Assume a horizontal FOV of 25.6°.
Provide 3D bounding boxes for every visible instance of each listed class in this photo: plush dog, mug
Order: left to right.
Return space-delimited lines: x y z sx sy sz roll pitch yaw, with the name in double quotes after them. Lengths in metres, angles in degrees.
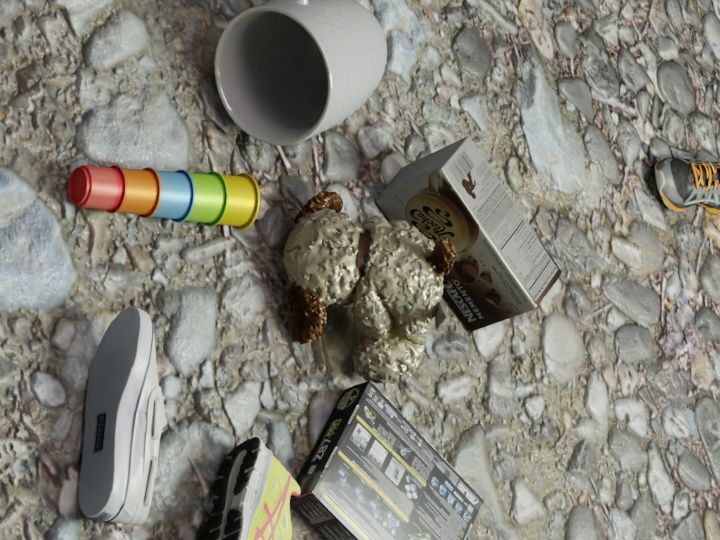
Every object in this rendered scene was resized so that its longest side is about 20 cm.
-0.049 -0.252 1.704 0.175 0.147 0.202 -33 132 -55 "mug"
0.000 0.000 1.692 0.170 0.161 0.201 12 61 -11 "plush dog"

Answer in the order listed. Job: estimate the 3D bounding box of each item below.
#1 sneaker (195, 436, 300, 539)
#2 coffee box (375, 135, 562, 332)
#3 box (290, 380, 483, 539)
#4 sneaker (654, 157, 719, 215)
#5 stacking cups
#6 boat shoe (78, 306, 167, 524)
-0.104 0.262 1.517 0.090 0.078 0.201 41 49 -27 "sneaker"
0.126 -0.039 1.835 0.201 0.113 0.080 54 45 -14 "coffee box"
0.031 0.242 1.675 0.200 0.049 0.162 47 46 -20 "box"
0.491 -0.128 2.249 0.199 0.077 0.079 3 73 -42 "sneaker"
-0.193 -0.079 1.578 0.199 0.060 0.061 6 69 -43 "stacking cups"
-0.214 0.137 1.474 0.065 0.073 0.202 23 69 -41 "boat shoe"
